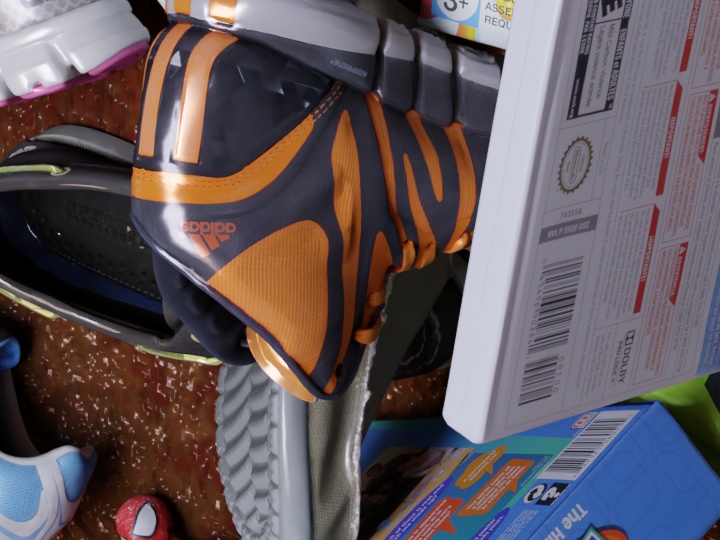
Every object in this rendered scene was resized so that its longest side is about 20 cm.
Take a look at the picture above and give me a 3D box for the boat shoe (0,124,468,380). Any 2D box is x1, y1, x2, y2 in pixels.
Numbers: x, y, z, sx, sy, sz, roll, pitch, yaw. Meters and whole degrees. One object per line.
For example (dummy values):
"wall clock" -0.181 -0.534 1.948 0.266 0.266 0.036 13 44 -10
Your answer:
"boat shoe" -0.054 0.002 1.025 0.201 0.061 0.072 15 116 28

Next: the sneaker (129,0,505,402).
"sneaker" 0.010 -0.013 0.874 0.077 0.200 0.112 13 88 54

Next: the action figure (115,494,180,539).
"action figure" -0.056 0.168 1.053 0.065 0.099 0.200 -43 62 32

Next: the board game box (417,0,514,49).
"board game box" 0.093 -0.164 0.834 0.103 0.105 0.201 18 118 27

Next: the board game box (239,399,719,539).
"board game box" 0.007 0.109 0.924 0.045 0.152 0.200 51 157 -15

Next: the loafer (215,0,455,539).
"loafer" 0.000 0.000 0.936 0.075 0.069 0.201 148 130 -68

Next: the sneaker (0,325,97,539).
"sneaker" -0.175 0.026 1.121 0.072 0.072 0.200 -43 74 3

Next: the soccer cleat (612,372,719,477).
"soccer cleat" 0.158 0.063 0.893 0.200 0.068 0.081 40 84 22

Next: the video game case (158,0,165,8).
"video game case" -0.050 -0.193 0.969 0.200 0.022 0.182 53 128 4

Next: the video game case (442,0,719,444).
"video game case" 0.112 -0.037 0.816 0.018 0.200 0.144 34 126 41

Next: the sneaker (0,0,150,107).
"sneaker" -0.163 -0.095 1.054 0.199 0.074 0.088 -11 96 38
